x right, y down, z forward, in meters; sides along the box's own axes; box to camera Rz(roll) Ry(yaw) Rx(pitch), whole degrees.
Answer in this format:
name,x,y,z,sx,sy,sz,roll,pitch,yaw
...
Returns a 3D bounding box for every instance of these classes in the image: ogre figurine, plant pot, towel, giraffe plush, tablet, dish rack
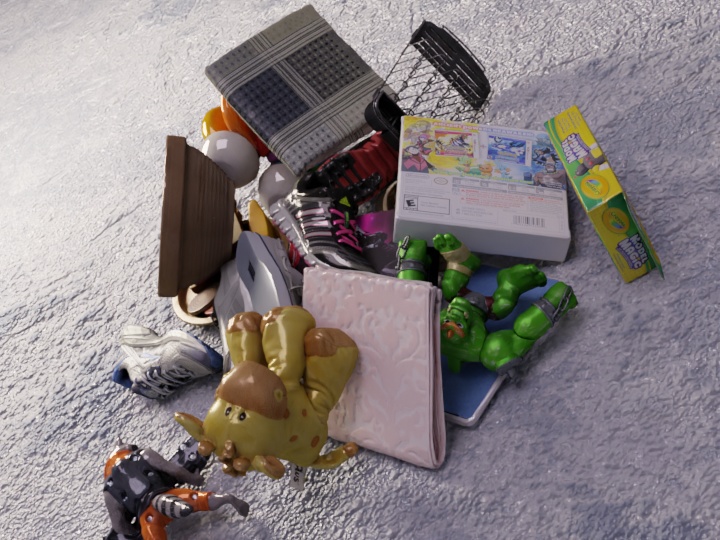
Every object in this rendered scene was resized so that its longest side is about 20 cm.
name,x,y,z,sx,sy,sz,roll,pitch,yaw
ogre figurine,0.119,0.041,1.406,0.098,0.198,0.121,115,179,-69
plant pot,-0.207,-0.066,1.673,0.091,0.203,0.202,3,39,-9
towel,0.012,0.098,1.411,0.032,0.194,0.198,-10,14,-43
towel,-0.073,-0.233,1.703,0.199,0.035,0.193,-37,76,-30
giraffe plush,-0.105,0.144,1.368,0.170,0.203,0.162,-7,1,27
tablet,0.128,0.078,1.452,0.129,0.014,0.201,13,58,46
dish rack,0.098,-0.220,1.687,0.054,0.153,0.201,-16,37,54

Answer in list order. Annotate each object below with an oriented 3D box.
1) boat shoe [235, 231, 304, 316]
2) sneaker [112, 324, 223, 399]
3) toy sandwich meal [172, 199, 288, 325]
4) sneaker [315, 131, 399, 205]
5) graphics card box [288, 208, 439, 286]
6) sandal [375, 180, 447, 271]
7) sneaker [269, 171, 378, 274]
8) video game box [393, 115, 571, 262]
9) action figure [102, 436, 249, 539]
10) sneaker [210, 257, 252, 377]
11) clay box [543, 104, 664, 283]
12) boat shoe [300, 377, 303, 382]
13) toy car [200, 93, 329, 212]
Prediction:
name,x,y,z,sx,sy,sz,roll,pitch,yaw
boat shoe,-0.084,0.021,1.541,0.085,0.076,0.202,4,26,-21
sneaker,-0.243,0.126,1.666,0.198,0.077,0.086,-1,59,48
toy sandwich meal,-0.184,-0.017,1.759,0.203,0.070,0.207,-22,39,19
sneaker,-0.002,-0.124,1.696,0.200,0.071,0.098,-37,2,-34
graphics card box,0.000,0.000,1.577,0.198,0.051,0.127,-7,67,33
sandal,0.063,-0.080,1.626,0.077,0.070,0.212,-37,36,-1
sneaker,-0.032,-0.051,1.540,0.088,0.073,0.200,-55,44,11
video game box,0.138,-0.097,1.524,0.197,0.047,0.184,7,47,-1
action figure,-0.214,0.236,1.489,0.192,0.105,0.201,24,69,39
sneaker,-0.146,0.068,1.623,0.078,0.074,0.203,-16,51,25
clay box,0.262,-0.076,1.423,0.047,0.115,0.201,-28,37,12
boat shoe,-0.018,0.086,1.505,0.198,0.074,0.076,-13,41,32
toy car,-0.108,-0.182,1.763,0.151,0.198,0.176,-55,11,40
